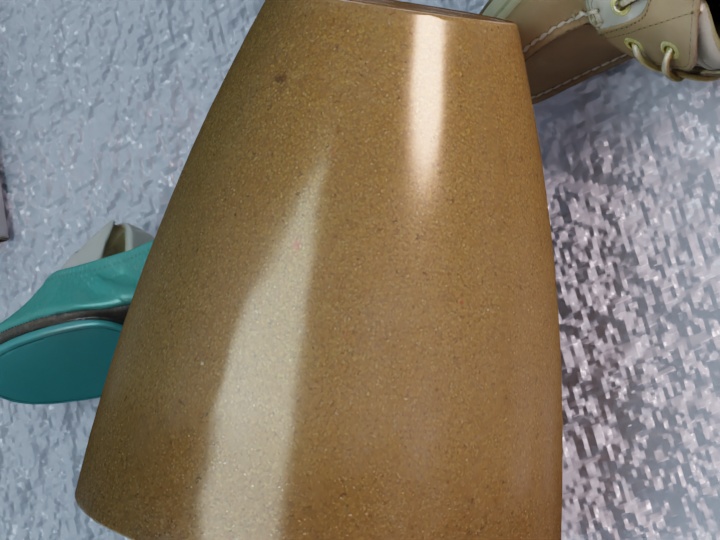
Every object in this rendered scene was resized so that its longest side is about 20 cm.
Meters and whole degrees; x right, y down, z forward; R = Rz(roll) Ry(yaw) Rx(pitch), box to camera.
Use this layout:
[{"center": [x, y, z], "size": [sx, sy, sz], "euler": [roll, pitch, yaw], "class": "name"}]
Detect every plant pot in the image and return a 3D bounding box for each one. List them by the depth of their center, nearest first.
[{"center": [0.000, 0.000, 0.948], "size": [0.186, 0.186, 0.201], "euler": [15, 99, 37], "class": "plant pot"}]

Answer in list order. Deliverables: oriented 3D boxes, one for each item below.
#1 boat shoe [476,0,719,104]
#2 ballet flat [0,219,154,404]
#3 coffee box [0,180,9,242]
[{"center": [0.123, -0.105, 0.942], "size": [0.200, 0.074, 0.067], "euler": [-31, 71, 36], "class": "boat shoe"}, {"center": [-0.085, 0.007, 1.108], "size": [0.199, 0.067, 0.071], "euler": [-16, 53, 35], "class": "ballet flat"}, {"center": [-0.246, -0.097, 1.218], "size": [0.113, 0.080, 0.201], "euler": [-19, 75, 34], "class": "coffee box"}]
